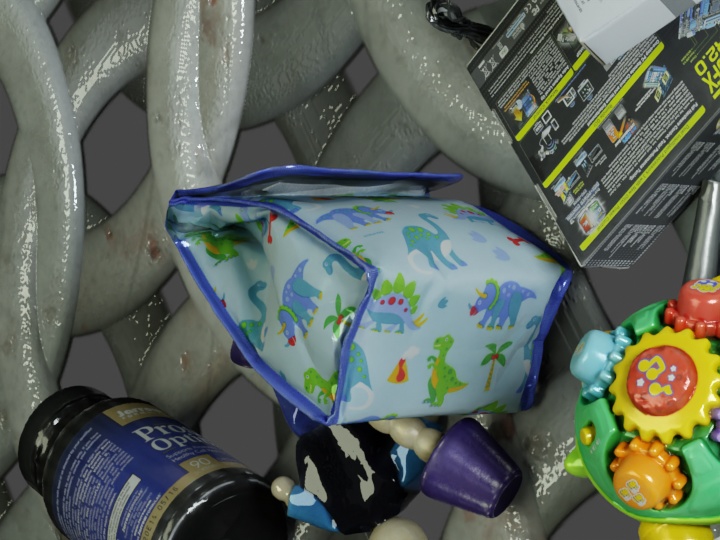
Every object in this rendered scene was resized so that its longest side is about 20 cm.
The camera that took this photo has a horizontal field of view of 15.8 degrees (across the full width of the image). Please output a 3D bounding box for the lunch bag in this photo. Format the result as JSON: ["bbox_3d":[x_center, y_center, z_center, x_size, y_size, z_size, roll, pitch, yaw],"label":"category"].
[{"bbox_3d":[0.000,0.000,1.581,0.200,0.170,0.128,34,115,46],"label":"lunch bag"}]

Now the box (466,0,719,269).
[{"bbox_3d":[0.161,-0.124,1.494,0.200,0.044,0.161,-52,54,35],"label":"box"}]

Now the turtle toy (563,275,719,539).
[{"bbox_3d":[0.195,0.061,1.389,0.199,0.101,0.146,-28,61,14],"label":"turtle toy"}]

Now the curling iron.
[{"bbox_3d":[0.179,0.046,1.483,0.049,0.025,0.201,21,105,44],"label":"curling iron"}]

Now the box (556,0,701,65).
[{"bbox_3d":[0.175,-0.231,1.421,0.200,0.041,0.156,-33,62,14],"label":"box"}]

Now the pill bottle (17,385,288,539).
[{"bbox_3d":[-0.149,0.155,1.795,0.200,0.112,0.112,28,111,45],"label":"pill bottle"}]

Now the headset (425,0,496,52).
[{"bbox_3d":[0.102,-0.228,1.552,0.200,0.094,0.123,-58,38,8],"label":"headset"}]

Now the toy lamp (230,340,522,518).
[{"bbox_3d":[0.011,0.086,1.615,0.200,0.058,0.058,32,115,18],"label":"toy lamp"}]

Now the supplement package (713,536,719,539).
[{"bbox_3d":[0.215,0.202,1.376,0.200,0.113,0.110,-37,64,41],"label":"supplement package"}]

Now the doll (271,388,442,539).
[{"bbox_3d":[-0.003,0.104,1.673,0.136,0.048,0.201,-29,68,22],"label":"doll"}]
